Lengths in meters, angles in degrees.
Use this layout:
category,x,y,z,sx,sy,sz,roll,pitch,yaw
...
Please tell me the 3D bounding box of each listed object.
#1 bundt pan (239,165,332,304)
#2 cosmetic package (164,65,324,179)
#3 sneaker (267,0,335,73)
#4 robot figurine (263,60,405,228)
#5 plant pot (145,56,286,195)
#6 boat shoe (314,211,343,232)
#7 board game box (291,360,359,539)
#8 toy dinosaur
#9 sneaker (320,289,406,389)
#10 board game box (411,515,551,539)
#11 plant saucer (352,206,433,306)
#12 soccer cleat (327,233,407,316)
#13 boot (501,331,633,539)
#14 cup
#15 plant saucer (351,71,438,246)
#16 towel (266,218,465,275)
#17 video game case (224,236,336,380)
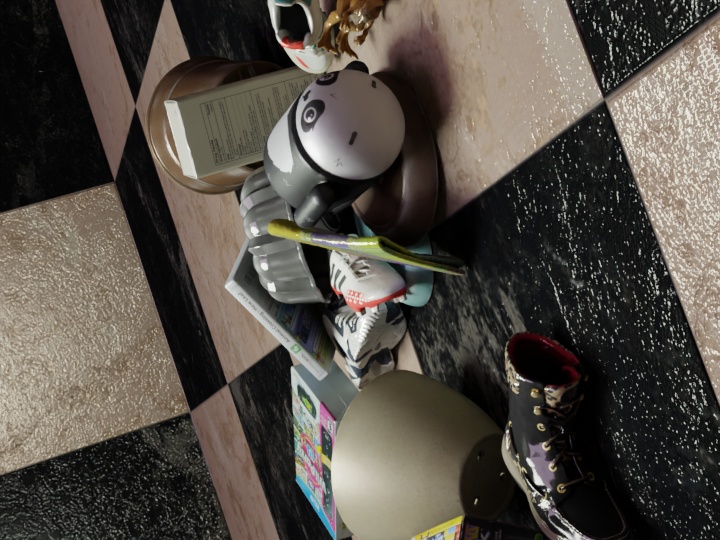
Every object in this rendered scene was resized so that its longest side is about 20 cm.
category,x,y,z,sx,sy,sz,roll,pitch,yaw
bundt pan,-0.100,-0.045,1.726,0.202,0.076,0.202,-16,-90,-81
cosmetic package,-0.139,-0.193,1.705,0.071,0.200,0.105,-161,57,-68
sneaker,-0.075,-0.280,1.553,0.200,0.070,0.094,80,-163,-58
robot figurine,-0.033,-0.135,1.431,0.150,0.125,0.200,67,153,8
plant pot,-0.171,-0.207,1.844,0.198,0.200,0.201,4,110,63
boat shoe,-0.042,-0.103,1.720,0.200,0.068,0.072,59,-162,-64
board game box,-0.037,0.242,1.817,0.148,0.064,0.200,-133,35,-52
toy dinosaur,-0.010,-0.296,1.487,0.106,0.060,0.200,-64,30,18
sneaker,-0.006,0.059,1.739,0.130,0.079,0.199,55,167,23
board game box,0.149,0.301,1.347,0.200,0.165,0.057,124,157,-69
plant saucer,0.033,-0.049,1.610,0.200,0.027,0.200,163,90,-74
soccer cleat,0.000,0.000,1.604,0.200,0.069,0.085,-155,46,-73
boot,0.190,0.163,1.255,0.200,0.073,0.151,-122,22,-54
cup,0.087,0.217,1.470,0.143,0.200,0.201,5,114,45
plant saucer,0.023,-0.122,1.503,0.200,0.032,0.200,38,135,53
towel,0.003,-0.028,1.466,0.200,0.144,0.023,11,88,50
video game case,-0.097,0.036,1.805,0.182,0.022,0.200,46,-158,-15
